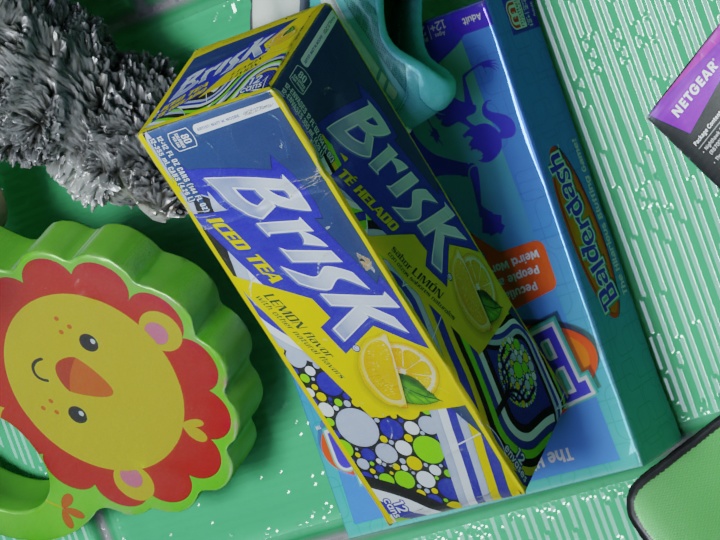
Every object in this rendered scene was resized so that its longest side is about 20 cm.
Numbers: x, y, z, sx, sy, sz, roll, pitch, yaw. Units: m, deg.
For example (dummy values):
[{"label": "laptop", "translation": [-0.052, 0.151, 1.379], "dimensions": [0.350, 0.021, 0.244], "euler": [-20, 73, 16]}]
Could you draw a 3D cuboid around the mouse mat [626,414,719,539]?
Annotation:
[{"label": "mouse mat", "translation": [0.217, 0.102, 1.125], "dimensions": [0.200, 0.008, 0.161], "euler": [-42, 81, 31]}]

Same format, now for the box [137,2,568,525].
[{"label": "box", "translation": [0.000, 0.000, 1.095], "dimensions": [0.070, 0.064, 0.200], "euler": [-16, 119, 33]}]

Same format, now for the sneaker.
[{"label": "sneaker", "translation": [0.000, -0.148, 1.131], "dimensions": [0.079, 0.077, 0.201], "euler": [-12, 80, 27]}]

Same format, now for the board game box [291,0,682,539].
[{"label": "board game box", "translation": [0.032, 0.000, 1.183], "dimensions": [0.152, 0.045, 0.201], "euler": [-18, 94, 32]}]

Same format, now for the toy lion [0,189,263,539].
[{"label": "toy lion", "translation": [-0.141, 0.052, 1.278], "dimensions": [0.191, 0.069, 0.201], "euler": [28, 132, 6]}]

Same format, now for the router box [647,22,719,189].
[{"label": "router box", "translation": [0.205, -0.039, 0.979], "dimensions": [0.149, 0.200, 0.051], "euler": [45, 122, 13]}]

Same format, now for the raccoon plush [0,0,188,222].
[{"label": "raccoon plush", "translation": [-0.136, -0.085, 1.182], "dimensions": [0.133, 0.200, 0.097], "euler": [18, 81, 16]}]
